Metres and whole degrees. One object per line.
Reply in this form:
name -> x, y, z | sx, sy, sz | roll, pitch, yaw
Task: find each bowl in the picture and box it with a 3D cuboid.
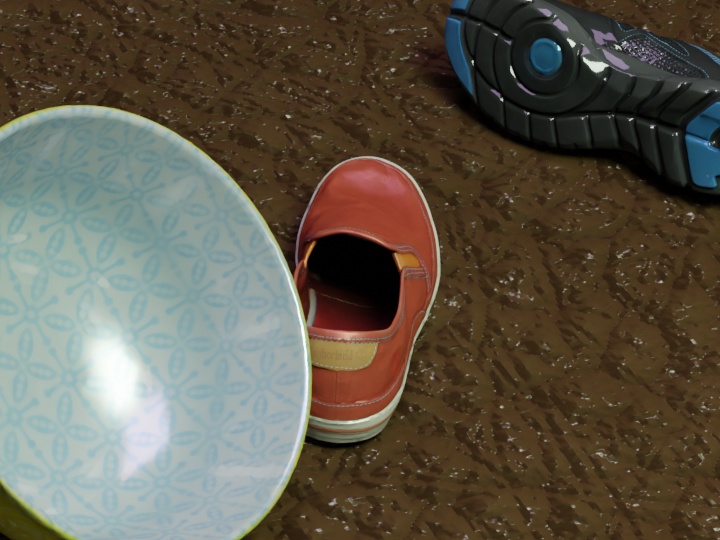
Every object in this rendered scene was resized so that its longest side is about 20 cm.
bowl -> -0.130, 0.040, 1.133 | 0.108, 0.200, 0.200 | -24, 12, 45

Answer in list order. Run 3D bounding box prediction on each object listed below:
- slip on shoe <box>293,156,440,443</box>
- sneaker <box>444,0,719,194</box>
slip on shoe -> 0.000, 0.000, 1.257 | 0.074, 0.061, 0.200 | 5, 35, 5
sneaker -> 0.138, -0.098, 1.409 | 0.200, 0.073, 0.082 | 28, 26, 21
